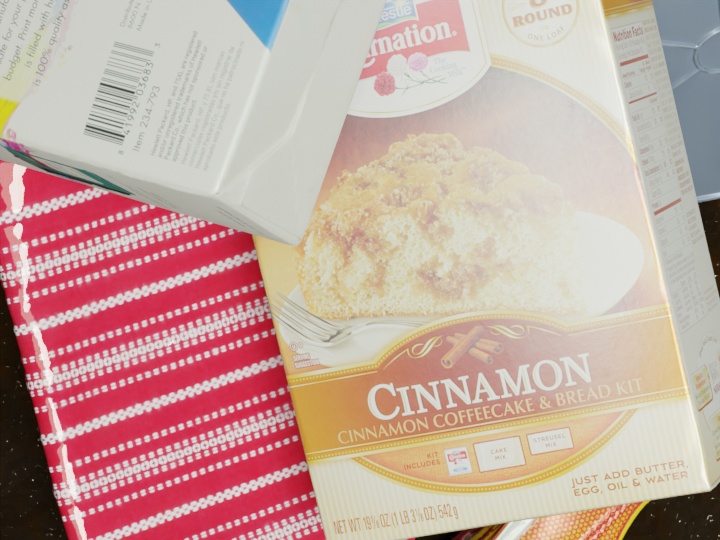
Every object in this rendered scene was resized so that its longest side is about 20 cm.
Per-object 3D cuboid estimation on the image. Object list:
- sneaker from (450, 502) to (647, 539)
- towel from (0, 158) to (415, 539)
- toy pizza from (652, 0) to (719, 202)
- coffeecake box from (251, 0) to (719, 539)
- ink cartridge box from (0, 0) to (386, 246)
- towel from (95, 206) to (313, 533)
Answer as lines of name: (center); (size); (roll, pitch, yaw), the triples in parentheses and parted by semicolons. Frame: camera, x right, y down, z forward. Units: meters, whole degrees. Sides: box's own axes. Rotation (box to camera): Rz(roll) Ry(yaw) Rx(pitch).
sneaker: (0.064, 0.141, 0.993); (0.077, 0.073, 0.200); (43, 96, -14)
towel: (-0.061, 0.032, 0.913); (0.144, 0.022, 0.201); (-16, 95, -21)
toy pizza: (0.144, -0.100, 0.937); (0.199, 0.200, 0.032); (-15, 53, 0)
coffeecake box: (0.045, -0.011, 0.862); (0.153, 0.073, 0.201); (-12, 95, 23)
ink cartridge box: (-0.099, -0.093, 0.833); (0.199, 0.067, 0.117); (17, 84, 28)
towel: (0.000, 0.000, 0.961); (0.200, 0.022, 0.147); (-32, 100, -22)
